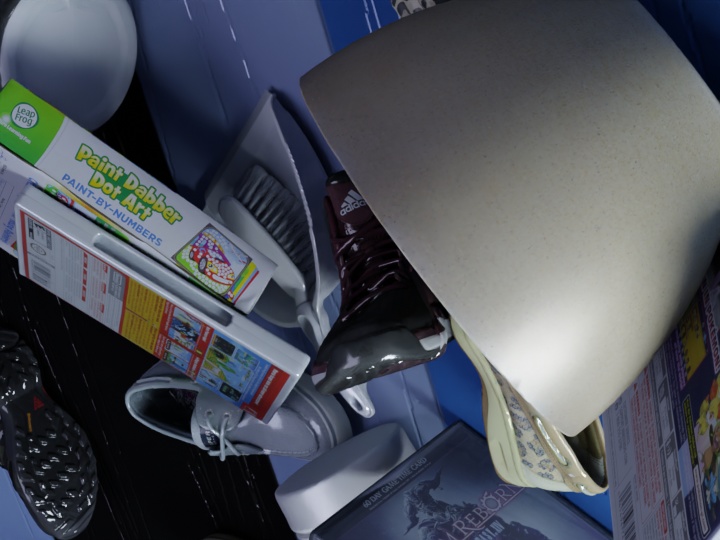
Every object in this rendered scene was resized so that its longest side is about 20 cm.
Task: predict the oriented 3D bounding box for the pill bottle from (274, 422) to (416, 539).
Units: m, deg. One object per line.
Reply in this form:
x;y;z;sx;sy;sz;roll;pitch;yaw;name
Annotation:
0.033;0.208;0.935;0.114;0.114;0.201;-26;95;51;pill bottle

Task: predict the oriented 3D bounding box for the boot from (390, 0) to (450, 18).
0.049;-0.195;0.674;0.204;0.073;0.154;54;141;-5;boot

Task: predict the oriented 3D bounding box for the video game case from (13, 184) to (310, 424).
-0.131;0.027;0.913;0.200;0.017;0.143;32;159;-1;video game case

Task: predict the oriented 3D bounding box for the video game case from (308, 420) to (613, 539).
0.088;0.181;0.834;0.200;0.143;0.019;36;135;24;video game case

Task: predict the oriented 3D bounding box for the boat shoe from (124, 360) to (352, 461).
-0.094;0.108;1.035;0.200;0.071;0.070;10;122;43;boat shoe

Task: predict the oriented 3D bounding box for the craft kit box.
-0.169;-0.022;0.938;0.197;0.049;0.200;38;158;-9;craft kit box

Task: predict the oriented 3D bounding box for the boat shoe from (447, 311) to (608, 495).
0.099;0.040;0.794;0.062;0.073;0.201;10;133;35;boat shoe

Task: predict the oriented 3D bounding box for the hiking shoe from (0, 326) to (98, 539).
-0.302;0.150;1.296;0.101;0.076;0.201;-33;81;60;hiking shoe

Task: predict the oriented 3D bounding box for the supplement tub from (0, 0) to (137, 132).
-0.260;-0.166;0.987;0.200;0.122;0.123;21;129;37;supplement tub

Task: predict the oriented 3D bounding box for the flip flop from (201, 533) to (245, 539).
-0.073;0.257;1.124;0.199;0.057;0.081;8;120;44;flip flop

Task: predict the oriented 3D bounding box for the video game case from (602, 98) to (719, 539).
0.155;0.042;0.655;0.023;0.201;0.183;12;136;-8;video game case

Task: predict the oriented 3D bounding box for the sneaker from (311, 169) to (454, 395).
0.000;0.000;0.795;0.075;0.200;0.116;-19;90;8;sneaker

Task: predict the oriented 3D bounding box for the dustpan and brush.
-0.040;0.004;0.916;0.200;0.057;0.140;51;141;9;dustpan and brush

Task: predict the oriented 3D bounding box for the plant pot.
0.087;-0.047;0.630;0.134;0.200;0.201;-37;85;9;plant pot
